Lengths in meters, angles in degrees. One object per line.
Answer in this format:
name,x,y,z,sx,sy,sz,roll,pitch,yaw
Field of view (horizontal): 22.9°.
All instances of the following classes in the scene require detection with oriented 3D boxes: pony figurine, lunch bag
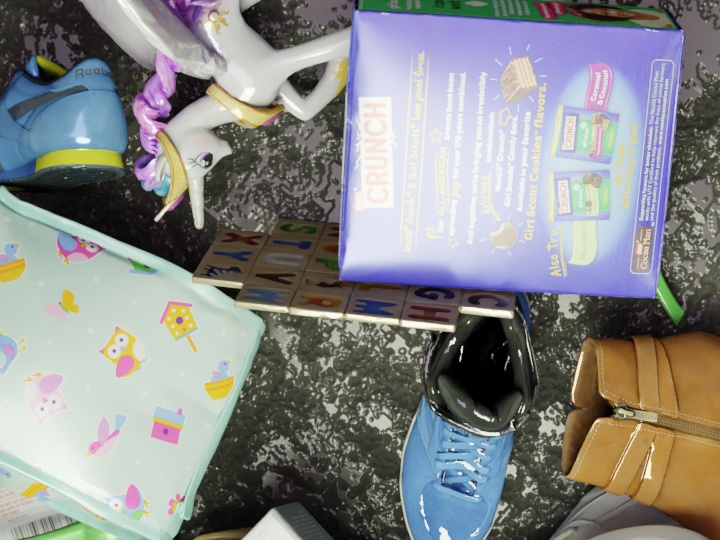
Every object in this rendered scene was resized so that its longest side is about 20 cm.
pony figurine,-0.094,-0.153,1.131,0.199,0.166,0.194,-37,100,-7
lunch bag,-0.177,0.068,1.141,0.198,0.122,0.172,25,73,-1

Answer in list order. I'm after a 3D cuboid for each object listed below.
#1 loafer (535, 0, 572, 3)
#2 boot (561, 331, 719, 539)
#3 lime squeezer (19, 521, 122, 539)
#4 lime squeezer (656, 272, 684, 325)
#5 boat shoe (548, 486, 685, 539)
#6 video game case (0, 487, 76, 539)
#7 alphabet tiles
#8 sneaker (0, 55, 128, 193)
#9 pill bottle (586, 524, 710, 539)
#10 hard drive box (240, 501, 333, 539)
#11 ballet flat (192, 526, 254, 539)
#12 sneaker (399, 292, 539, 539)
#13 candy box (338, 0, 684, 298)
loafer,0.087,-0.164,1.137,0.069,0.070,0.201,30,99,-8
boot,0.204,0.139,1.124,0.154,0.077,0.202,7,88,-20
lime squeezer,-0.152,0.198,1.195,0.198,0.038,0.071,22,88,-13
lime squeezer,0.138,-0.043,1.160,0.199,0.038,0.071,28,110,-7
boat shoe,0.140,0.198,1.148,0.199,0.066,0.072,-28,99,-14
video game case,-0.285,0.125,1.234,0.198,0.023,0.184,-18,94,9
alphabet tiles,0.000,0.000,1.117,0.198,0.167,0.006,6,109,5
sneaker,-0.209,-0.092,1.140,0.065,0.199,0.079,0,86,-37
pill bottle,0.183,0.268,1.083,0.111,0.112,0.202,-11,107,7
hard drive box,-0.032,0.271,1.102,0.156,0.077,0.200,-45,79,5
ballet flat,-0.020,0.209,1.194,0.198,0.063,0.069,18,121,-1
sneaker,0.067,0.104,1.148,0.076,0.111,0.202,15,98,4
candy box,0.088,-0.078,1.091,0.198,0.077,0.171,4,107,-1
